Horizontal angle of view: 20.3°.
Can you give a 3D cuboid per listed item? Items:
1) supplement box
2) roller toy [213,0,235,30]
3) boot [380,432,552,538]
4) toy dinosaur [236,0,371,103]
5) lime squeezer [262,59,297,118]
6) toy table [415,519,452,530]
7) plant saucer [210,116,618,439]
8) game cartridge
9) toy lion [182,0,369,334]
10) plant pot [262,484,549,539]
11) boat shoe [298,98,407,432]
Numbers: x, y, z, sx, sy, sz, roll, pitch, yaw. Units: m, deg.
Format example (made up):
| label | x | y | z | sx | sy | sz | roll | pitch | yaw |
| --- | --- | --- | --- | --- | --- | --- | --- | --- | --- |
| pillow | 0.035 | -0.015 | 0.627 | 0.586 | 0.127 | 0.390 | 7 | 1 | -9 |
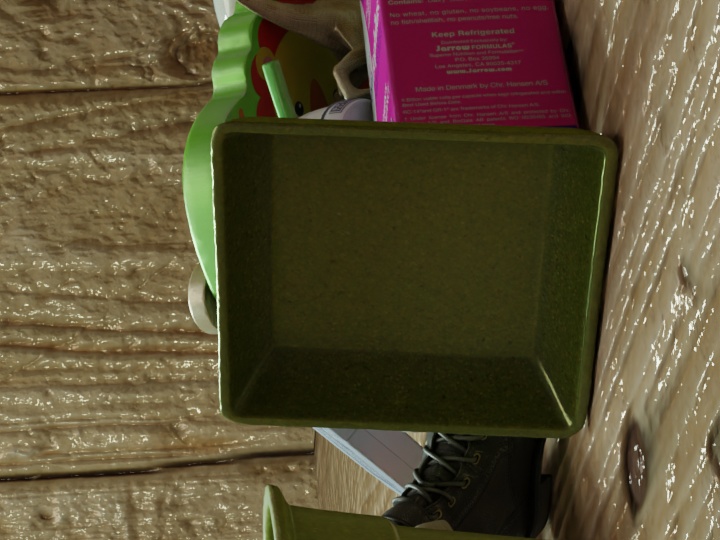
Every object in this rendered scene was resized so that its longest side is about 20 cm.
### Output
| label | x | y | z | sx | sy | sz | roll | pitch | yaw |
| --- | --- | --- | --- | --- | --- | --- | --- | --- | --- |
| supplement box | 0.058 | -0.115 | 1.132 | 0.101 | 0.103 | 0.201 | 92 | 174 | -53 |
| roller toy | -0.012 | -0.199 | 1.391 | 0.140 | 0.181 | 0.201 | -107 | 15 | -66 |
| boot | 0.043 | 0.125 | 1.129 | 0.174 | 0.069 | 0.201 | -38 | -54 | -46 |
| toy dinosaur | -0.005 | -0.142 | 1.246 | 0.058 | 0.199 | 0.102 | 134 | 130 | -58 |
| lime squeezer | -0.001 | -0.027 | 1.121 | 0.200 | 0.038 | 0.071 | 48 | -121 | -36 |
| toy table | 0.055 | 0.241 | 1.052 | 0.117 | 0.183 | 0.201 | -132 | 49 | -56 |
| plant saucer | 0.025 | -0.004 | 1.048 | 0.048 | 0.199 | 0.201 | -86 | -2 | -51 |
| game cartridge | 0.001 | 0.119 | 1.476 | 0.200 | 0.041 | 0.133 | 42 | 175 | -39 |
| toy lion | -0.047 | -0.080 | 1.262 | 0.200 | 0.068 | 0.193 | -34 | -66 | -53 |
| plant pot | 0.063 | 0.177 | 0.761 | 0.200 | 0.189 | 0.202 | 178 | 90 | -85 |
| boat shoe | 0.000 | 0.000 | 1.201 | 0.065 | 0.072 | 0.201 | -8 | 103 | 43 |
